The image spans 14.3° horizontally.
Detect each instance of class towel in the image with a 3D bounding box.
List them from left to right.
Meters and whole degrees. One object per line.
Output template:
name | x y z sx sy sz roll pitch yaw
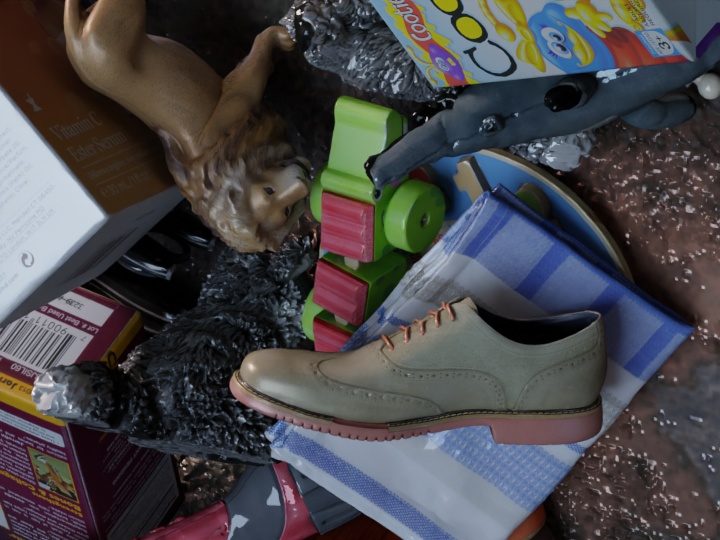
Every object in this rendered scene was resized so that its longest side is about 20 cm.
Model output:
towel | 0.063 0.064 1.545 0.147 0.024 0.200 35 110 -15

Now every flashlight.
flashlight | -0.100 0.154 1.674 0.200 0.068 0.068 -23 85 -3

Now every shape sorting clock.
shape sorting clock | 0.064 0.020 1.590 0.200 0.039 0.200 14 119 27

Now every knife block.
knife block | -0.186 -0.017 1.717 0.200 0.064 0.176 -17 102 37

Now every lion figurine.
lion figurine | -0.104 -0.103 1.547 0.200 0.123 0.072 34 148 -14

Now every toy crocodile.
toy crocodile | 0.000 0.000 1.560 0.067 0.062 0.200 23 125 30

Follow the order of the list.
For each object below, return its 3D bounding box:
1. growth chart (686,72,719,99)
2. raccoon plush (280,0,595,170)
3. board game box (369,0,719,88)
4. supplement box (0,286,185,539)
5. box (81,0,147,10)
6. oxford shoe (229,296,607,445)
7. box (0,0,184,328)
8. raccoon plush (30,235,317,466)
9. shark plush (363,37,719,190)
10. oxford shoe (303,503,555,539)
growth chart | 0.180 -0.181 1.431 0.145 0.018 0.200 47 129 6
raccoon plush | 0.054 -0.157 1.492 0.200 0.097 0.134 23 115 -8
board game box | 0.094 -0.161 1.347 0.105 0.103 0.200 52 154 -22
supplement box | -0.183 0.093 1.709 0.110 0.086 0.200 23 148 22
box | -0.161 -0.247 1.603 0.160 0.044 0.200 -35 91 39
oxford shoe | 0.032 0.045 1.490 0.200 0.071 0.074 1 111 -15
box | -0.203 -0.087 1.570 0.106 0.152 0.200 -41 88 24
raccoon plush | -0.090 0.032 1.598 0.097 0.200 0.134 5 80 26
shark plush | 0.094 -0.098 1.415 0.083 0.200 0.091 -144 43 -74
oxford shoe | 0.027 0.178 1.673 0.200 0.071 0.073 -11 111 36
